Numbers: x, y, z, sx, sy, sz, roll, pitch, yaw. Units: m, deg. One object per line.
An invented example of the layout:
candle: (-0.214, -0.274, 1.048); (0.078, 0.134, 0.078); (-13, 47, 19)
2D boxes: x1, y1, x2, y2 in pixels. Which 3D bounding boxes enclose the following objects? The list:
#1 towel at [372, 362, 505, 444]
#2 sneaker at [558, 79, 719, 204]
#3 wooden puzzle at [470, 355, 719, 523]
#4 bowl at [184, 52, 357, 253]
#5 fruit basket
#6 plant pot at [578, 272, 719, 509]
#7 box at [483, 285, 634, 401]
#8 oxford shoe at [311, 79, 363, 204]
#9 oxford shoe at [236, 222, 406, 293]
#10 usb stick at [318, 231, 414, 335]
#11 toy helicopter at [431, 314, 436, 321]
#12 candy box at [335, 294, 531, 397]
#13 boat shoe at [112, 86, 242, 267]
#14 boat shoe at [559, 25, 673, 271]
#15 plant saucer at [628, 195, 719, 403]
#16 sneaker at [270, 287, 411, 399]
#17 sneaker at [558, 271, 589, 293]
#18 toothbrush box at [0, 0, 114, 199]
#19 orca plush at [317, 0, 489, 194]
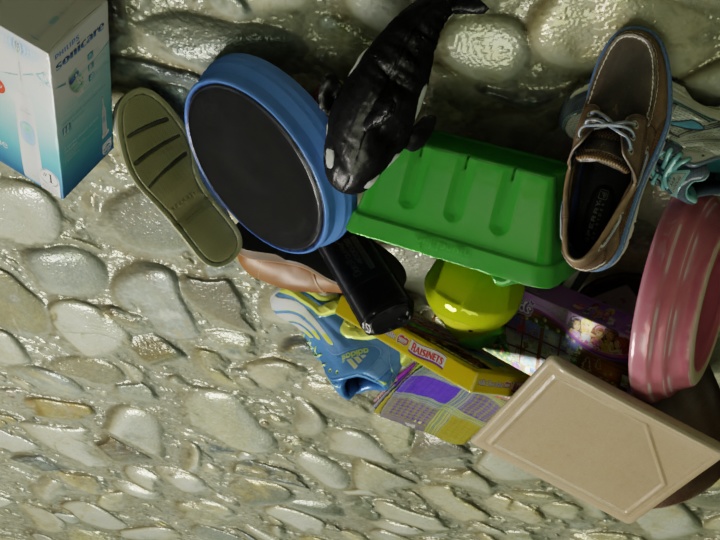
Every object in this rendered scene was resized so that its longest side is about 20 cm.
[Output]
towel: (0.108, 0.166, 1.429); (0.142, 0.023, 0.200); (23, 149, -10)
sneaker: (0.264, -0.106, 0.955); (0.197, 0.087, 0.078); (12, 145, 5)
wooden puzzle: (0.221, 0.159, 1.064); (0.183, 0.038, 0.200); (28, 145, -4)
bowl: (-0.088, -0.103, 1.055); (0.199, 0.039, 0.202); (33, 146, 26)
fruit basket: (0.099, -0.013, 1.036); (0.213, 0.155, 0.219); (6, 103, 26)
plant pot: (0.286, 0.111, 1.185); (0.184, 0.188, 0.202); (-4, 126, 25)
box: (0.184, 0.080, 1.126); (0.198, 0.039, 0.139); (24, 127, 32)
oxford shoe: (-0.020, -0.111, 1.089); (0.073, 0.072, 0.201); (-3, 150, -13)
oxford shoe: (-0.042, -0.003, 1.226); (0.197, 0.072, 0.072); (16, 141, 17)
usb stick: (0.000, 0.000, 1.116); (0.055, 0.201, 0.033); (-26, 124, -4)
toy helicopter: (0.136, 0.028, 1.220); (0.130, 0.079, 0.202); (14, 135, 18)
candy box: (0.073, 0.074, 1.123); (0.101, 0.027, 0.199); (15, -170, -46)
boat shoe: (-0.192, -0.095, 1.150); (0.202, 0.074, 0.068); (64, 169, -24)
boat shoe: (0.205, -0.096, 0.911); (0.071, 0.203, 0.072); (11, -171, 22)
plant saucer: (0.295, 0.024, 1.017); (0.050, 0.202, 0.202); (14, 148, 27)
sneaker: (-0.033, 0.081, 1.281); (0.198, 0.106, 0.076); (13, 155, 30)
sneaker: (0.203, -0.039, 1.108); (0.082, 0.072, 0.201); (36, 145, 12)
toothbrush box: (-0.310, -0.185, 1.037); (0.145, 0.086, 0.201); (31, 145, 9)
orca plush: (0.034, -0.141, 0.925); (0.105, 0.071, 0.200); (39, 106, -22)
